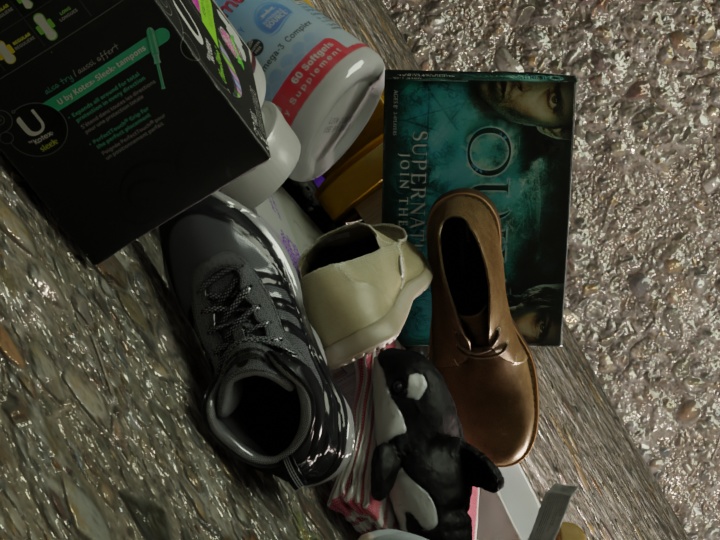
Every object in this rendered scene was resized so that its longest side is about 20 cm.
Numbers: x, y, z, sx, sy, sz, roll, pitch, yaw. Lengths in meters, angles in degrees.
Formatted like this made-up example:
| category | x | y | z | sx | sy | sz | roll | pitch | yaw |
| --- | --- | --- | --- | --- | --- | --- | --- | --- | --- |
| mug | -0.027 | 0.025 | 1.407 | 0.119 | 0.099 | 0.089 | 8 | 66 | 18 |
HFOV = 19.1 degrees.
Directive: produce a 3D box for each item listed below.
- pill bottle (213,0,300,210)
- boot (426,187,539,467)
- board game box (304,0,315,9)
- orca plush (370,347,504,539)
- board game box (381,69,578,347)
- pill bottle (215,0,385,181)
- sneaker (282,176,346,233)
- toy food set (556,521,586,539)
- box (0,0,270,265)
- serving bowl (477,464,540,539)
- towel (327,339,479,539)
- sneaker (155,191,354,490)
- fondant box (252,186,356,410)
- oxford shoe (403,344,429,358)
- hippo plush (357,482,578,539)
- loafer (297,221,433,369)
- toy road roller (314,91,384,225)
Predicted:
| category | x | y | z | sx | sy | sz | roll | pitch | yaw |
| --- | --- | --- | --- | --- | --- | --- | --- | --- | --- |
| pill bottle | -0.129 | -0.128 | 1.346 | 0.200 | 0.109 | 0.110 | 54 | 11 | -28 |
| boot | 0.078 | 0.048 | 1.475 | 0.075 | 0.073 | 0.200 | -69 | 148 | -75 |
| board game box | -0.072 | -0.157 | 1.672 | 0.153 | 0.040 | 0.200 | 11 | -27 | 38 |
| orca plush | 0.057 | 0.149 | 1.404 | 0.105 | 0.071 | 0.200 | 28 | 57 | -62 |
| board game box | 0.081 | -0.042 | 1.511 | 0.028 | 0.135 | 0.200 | -93 | -176 | -69 |
| pill bottle | -0.089 | -0.158 | 1.504 | 0.200 | 0.109 | 0.109 | 36 | 4 | 14 |
| sneaker | -0.058 | -0.064 | 1.652 | 0.200 | 0.069 | 0.100 | 46 | 19 | -53 |
| toy food set | 0.138 | 0.286 | 1.443 | 0.200 | 0.049 | 0.198 | -110 | -160 | -63 |
| box | -0.157 | -0.136 | 1.186 | 0.200 | 0.124 | 0.149 | 54 | 11 | -30 |
| serving bowl | 0.098 | 0.193 | 1.686 | 0.200 | 0.066 | 0.200 | 61 | 9 | -17 |
| towel | 0.036 | 0.145 | 1.485 | 0.200 | 0.030 | 0.147 | 54 | 35 | -47 |
| sneaker | -0.068 | 0.039 | 1.266 | 0.200 | 0.075 | 0.114 | 63 | 7 | 2 |
| fondant box | -0.053 | 0.011 | 1.489 | 0.200 | 0.058 | 0.144 | 47 | 17 | -50 |
| oxford shoe | 0.004 | 0.049 | 1.619 | 0.073 | 0.071 | 0.200 | 47 | -4 | -20 |
| hippo plush | 0.061 | 0.225 | 1.195 | 0.159 | 0.200 | 0.161 | 31 | -22 | 21 |
| loafer | 0.000 | 0.000 | 1.405 | 0.200 | 0.076 | 0.068 | -77 | 143 | -73 |
| toy road roller | 0.025 | -0.075 | 1.617 | 0.146 | 0.123 | 0.200 | 54 | 9 | 4 |
